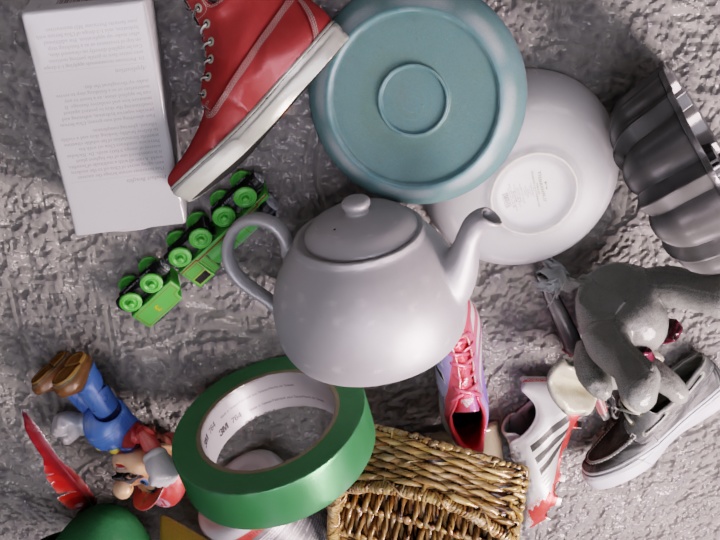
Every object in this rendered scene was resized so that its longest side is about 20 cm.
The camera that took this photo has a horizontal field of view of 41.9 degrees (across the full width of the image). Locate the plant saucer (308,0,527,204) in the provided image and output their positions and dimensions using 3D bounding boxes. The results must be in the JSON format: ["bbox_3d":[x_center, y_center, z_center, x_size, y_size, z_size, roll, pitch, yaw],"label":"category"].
[{"bbox_3d":[0.048,-0.153,0.834,0.198,0.027,0.202,3,110,9],"label":"plant saucer"}]

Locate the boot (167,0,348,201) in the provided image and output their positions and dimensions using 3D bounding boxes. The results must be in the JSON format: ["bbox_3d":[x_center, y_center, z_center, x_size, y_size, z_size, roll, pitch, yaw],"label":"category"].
[{"bbox_3d":[-0.126,-0.170,0.794,0.144,0.072,0.200,41,93,-8],"label":"boot"}]

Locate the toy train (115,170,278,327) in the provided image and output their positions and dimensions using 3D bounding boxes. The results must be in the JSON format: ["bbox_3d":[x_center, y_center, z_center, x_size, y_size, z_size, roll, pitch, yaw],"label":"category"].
[{"bbox_3d":[-0.158,-0.019,0.915,0.200,0.042,0.056,-40,127,15],"label":"toy train"}]

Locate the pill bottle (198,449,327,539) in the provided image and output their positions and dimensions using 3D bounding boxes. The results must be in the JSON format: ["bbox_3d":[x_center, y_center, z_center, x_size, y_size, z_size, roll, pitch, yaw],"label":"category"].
[{"bbox_3d":[-0.082,0.307,1.066,0.115,0.116,0.200,-32,118,11],"label":"pill bottle"}]

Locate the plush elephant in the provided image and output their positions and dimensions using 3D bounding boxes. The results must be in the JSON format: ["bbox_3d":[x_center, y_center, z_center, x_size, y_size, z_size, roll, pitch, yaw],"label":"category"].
[{"bbox_3d":[0.270,0.077,0.944,0.165,0.199,0.155,-47,134,-16],"label":"plush elephant"}]

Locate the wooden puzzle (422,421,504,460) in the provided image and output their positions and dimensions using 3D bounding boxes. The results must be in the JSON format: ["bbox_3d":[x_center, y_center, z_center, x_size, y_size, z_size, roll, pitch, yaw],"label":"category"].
[{"bbox_3d":[0.079,0.275,1.109,0.198,0.046,0.187,-12,120,-1],"label":"wooden puzzle"}]

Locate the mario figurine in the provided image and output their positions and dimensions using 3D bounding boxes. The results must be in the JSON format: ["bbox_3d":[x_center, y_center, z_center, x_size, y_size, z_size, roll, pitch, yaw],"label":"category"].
[{"bbox_3d":[-0.258,0.182,0.973,0.106,0.124,0.201,-37,114,0],"label":"mario figurine"}]

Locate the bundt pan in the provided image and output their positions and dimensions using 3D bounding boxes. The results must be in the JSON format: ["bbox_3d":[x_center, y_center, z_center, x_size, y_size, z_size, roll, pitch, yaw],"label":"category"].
[{"bbox_3d":[0.291,-0.082,0.853,0.075,0.203,0.202,-30,120,26],"label":"bundt pan"}]

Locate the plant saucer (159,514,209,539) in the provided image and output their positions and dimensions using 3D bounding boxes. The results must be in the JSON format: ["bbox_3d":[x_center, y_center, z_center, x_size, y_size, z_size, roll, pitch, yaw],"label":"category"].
[{"bbox_3d":[-0.128,0.371,1.043,0.049,0.199,0.201,-54,142,-26],"label":"plant saucer"}]

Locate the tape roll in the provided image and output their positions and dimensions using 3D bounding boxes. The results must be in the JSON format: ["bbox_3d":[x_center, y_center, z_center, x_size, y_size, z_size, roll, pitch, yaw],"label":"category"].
[{"bbox_3d":[-0.086,0.164,0.934,0.198,0.201,0.049,-15,121,2],"label":"tape roll"}]

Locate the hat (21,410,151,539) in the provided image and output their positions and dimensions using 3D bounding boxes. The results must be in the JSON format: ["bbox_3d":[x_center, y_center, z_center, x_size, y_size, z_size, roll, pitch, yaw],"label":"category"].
[{"bbox_3d":[-0.257,0.255,1.002,0.165,0.200,0.178,25,100,24],"label":"hat"}]

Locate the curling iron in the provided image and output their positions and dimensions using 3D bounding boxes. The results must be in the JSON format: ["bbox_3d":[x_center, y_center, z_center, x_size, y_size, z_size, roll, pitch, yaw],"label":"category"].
[{"bbox_3d":[0.234,0.085,1.025,0.025,0.050,0.201,-25,114,17],"label":"curling iron"}]

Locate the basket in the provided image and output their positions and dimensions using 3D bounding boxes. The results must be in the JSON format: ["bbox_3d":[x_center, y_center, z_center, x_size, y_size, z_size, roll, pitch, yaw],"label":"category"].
[{"bbox_3d":[0.067,0.254,0.972,0.198,0.150,0.143,14,164,11],"label":"basket"}]

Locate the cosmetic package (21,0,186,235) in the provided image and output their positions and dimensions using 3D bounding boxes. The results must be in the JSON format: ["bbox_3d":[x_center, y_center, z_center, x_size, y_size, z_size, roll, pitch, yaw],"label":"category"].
[{"bbox_3d":[-0.215,-0.139,0.818,0.100,0.071,0.202,-7,120,-5],"label":"cosmetic package"}]

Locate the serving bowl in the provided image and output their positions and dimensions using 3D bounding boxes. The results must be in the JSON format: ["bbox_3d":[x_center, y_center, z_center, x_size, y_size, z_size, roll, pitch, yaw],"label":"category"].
[{"bbox_3d":[0.157,-0.086,0.900,0.198,0.066,0.202,-3,120,-5],"label":"serving bowl"}]

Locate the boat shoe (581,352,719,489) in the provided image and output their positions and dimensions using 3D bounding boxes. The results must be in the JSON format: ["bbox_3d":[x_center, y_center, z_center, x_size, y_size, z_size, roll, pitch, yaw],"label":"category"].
[{"bbox_3d":[0.324,0.165,1.072,0.200,0.072,0.071,-40,109,4],"label":"boat shoe"}]

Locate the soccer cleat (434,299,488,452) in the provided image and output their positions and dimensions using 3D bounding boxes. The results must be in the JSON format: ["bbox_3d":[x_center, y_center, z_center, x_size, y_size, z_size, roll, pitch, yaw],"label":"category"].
[{"bbox_3d":[0.105,0.105,0.996,0.066,0.077,0.202,-13,122,-3],"label":"soccer cleat"}]

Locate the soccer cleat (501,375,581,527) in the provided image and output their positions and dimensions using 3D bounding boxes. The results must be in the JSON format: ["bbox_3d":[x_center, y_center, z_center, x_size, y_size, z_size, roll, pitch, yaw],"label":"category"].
[{"bbox_3d":[0.198,0.206,1.078,0.084,0.069,0.202,11,117,0],"label":"soccer cleat"}]

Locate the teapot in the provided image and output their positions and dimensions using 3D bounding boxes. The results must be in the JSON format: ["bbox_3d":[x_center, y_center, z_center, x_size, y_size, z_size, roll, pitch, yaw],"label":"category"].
[{"bbox_3d":[0.000,0.000,0.864,0.199,0.197,0.147,-24,121,-22],"label":"teapot"}]
